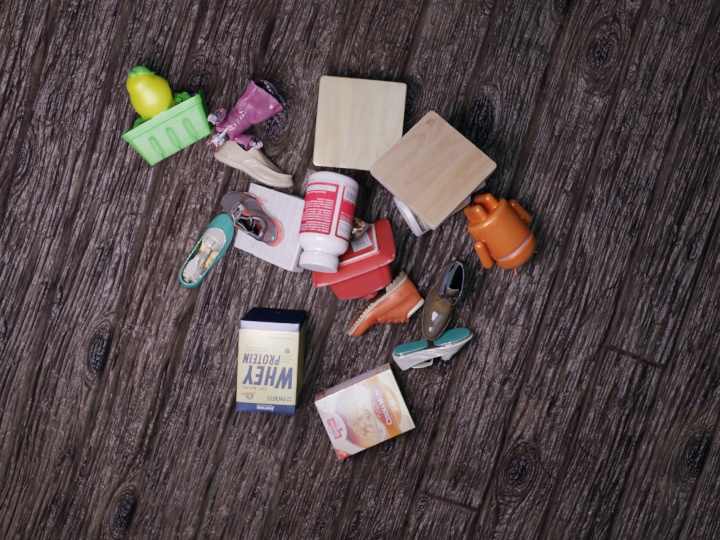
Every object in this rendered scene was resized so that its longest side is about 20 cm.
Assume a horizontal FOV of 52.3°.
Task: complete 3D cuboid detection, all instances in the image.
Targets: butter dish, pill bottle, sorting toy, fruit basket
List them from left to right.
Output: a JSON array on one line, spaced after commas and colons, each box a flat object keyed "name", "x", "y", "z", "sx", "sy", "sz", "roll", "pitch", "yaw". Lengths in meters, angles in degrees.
[{"name": "fruit basket", "x": -0.452, "y": -0.366, "z": 1.655, "sx": 0.213, "sy": 0.156, "sz": 0.218, "roll": -2, "pitch": 108, "yaw": -7}, {"name": "pill bottle", "x": -0.074, "y": -0.102, "z": 1.586, "sx": 0.111, "sy": 0.112, "sz": 0.202, "roll": 10, "pitch": 79, "yaw": -1}, {"name": "sorting toy", "x": -0.002, "y": -0.334, "z": 1.701, "sx": 0.196, "sy": 0.070, "sz": 0.203, "roll": 5, "pitch": 94, "yaw": 1}, {"name": "butter dish", "x": 0.000, "y": 0.000, "z": 1.695, "sx": 0.197, "sy": 0.201, "sz": 0.149, "roll": -20, "pitch": 120, "yaw": 8}, {"name": "sorting toy", "x": 0.159, "y": -0.212, "z": 1.614, "sx": 0.200, "sy": 0.070, "sz": 0.199, "roll": -44, "pitch": 74, "yaw": -10}, {"name": "pill bottle", "x": 0.186, "y": -0.177, "z": 1.700, "sx": 0.199, "sy": 0.111, "sz": 0.112, "roll": -32, "pitch": 94, "yaw": 2}]

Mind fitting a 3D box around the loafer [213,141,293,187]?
[{"name": "loafer", "x": -0.242, "y": -0.252, "z": 1.708, "sx": 0.198, "sy": 0.076, "sz": 0.069, "roll": 24, "pitch": 100, "yaw": -2}]

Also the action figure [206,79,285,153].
[{"name": "action figure", "x": -0.275, "y": -0.350, "z": 1.655, "sx": 0.199, "sy": 0.149, "sz": 0.134, "roll": -38, "pitch": 126, "yaw": 9}]

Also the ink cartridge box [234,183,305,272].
[{"name": "ink cartridge box", "x": -0.193, "y": -0.102, "z": 1.709, "sx": 0.199, "sy": 0.057, "sz": 0.164, "roll": 22, "pitch": 98, "yaw": 39}]

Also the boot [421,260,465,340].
[{"name": "boot", "x": 0.192, "y": 0.065, "z": 1.712, "sx": 0.074, "sy": 0.097, "sz": 0.202, "roll": 20, "pitch": 84, "yaw": 5}]

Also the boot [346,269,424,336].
[{"name": "boot", "x": 0.059, "y": 0.104, "z": 1.744, "sx": 0.200, "sy": 0.075, "sz": 0.107, "roll": -42, "pitch": 101, "yaw": 3}]

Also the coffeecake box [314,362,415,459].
[{"name": "coffeecake box", "x": 0.010, "y": 0.336, "z": 1.759, "sx": 0.198, "sy": 0.073, "sz": 0.155, "roll": -24, "pitch": 95, "yaw": 2}]

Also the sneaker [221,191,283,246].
[{"name": "sneaker", "x": -0.261, "y": -0.127, "z": 1.679, "sx": 0.199, "sy": 0.082, "sz": 0.078, "roll": 34, "pitch": 106, "yaw": 31}]

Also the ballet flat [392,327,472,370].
[{"name": "ballet flat", "x": 0.177, "y": 0.192, "z": 1.760, "sx": 0.198, "sy": 0.069, "sz": 0.070, "roll": -16, "pitch": 95, "yaw": 5}]

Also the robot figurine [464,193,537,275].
[{"name": "robot figurine", "x": 0.326, "y": -0.085, "z": 1.700, "sx": 0.116, "sy": 0.144, "sz": 0.200, "roll": -32, "pitch": 108, "yaw": 35}]

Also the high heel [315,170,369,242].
[{"name": "high heel", "x": -0.047, "y": -0.153, "z": 1.688, "sx": 0.141, "sy": 0.071, "sz": 0.202, "roll": -14, "pitch": 69, "yaw": 24}]

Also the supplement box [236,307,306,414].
[{"name": "supplement box", "x": -0.201, "y": 0.201, "z": 1.682, "sx": 0.132, "sy": 0.200, "sz": 0.202, "roll": 3, "pitch": 96, "yaw": 0}]

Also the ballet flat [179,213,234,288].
[{"name": "ballet flat", "x": -0.361, "y": -0.042, "z": 1.726, "sx": 0.067, "sy": 0.070, "sz": 0.201, "roll": 33, "pitch": 93, "yaw": -3}]

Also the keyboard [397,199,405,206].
[{"name": "keyboard", "x": 0.122, "y": -0.235, "z": 1.687, "sx": 0.056, "sy": 0.011, "sz": 0.202, "roll": -1, "pitch": 63, "yaw": 17}]
